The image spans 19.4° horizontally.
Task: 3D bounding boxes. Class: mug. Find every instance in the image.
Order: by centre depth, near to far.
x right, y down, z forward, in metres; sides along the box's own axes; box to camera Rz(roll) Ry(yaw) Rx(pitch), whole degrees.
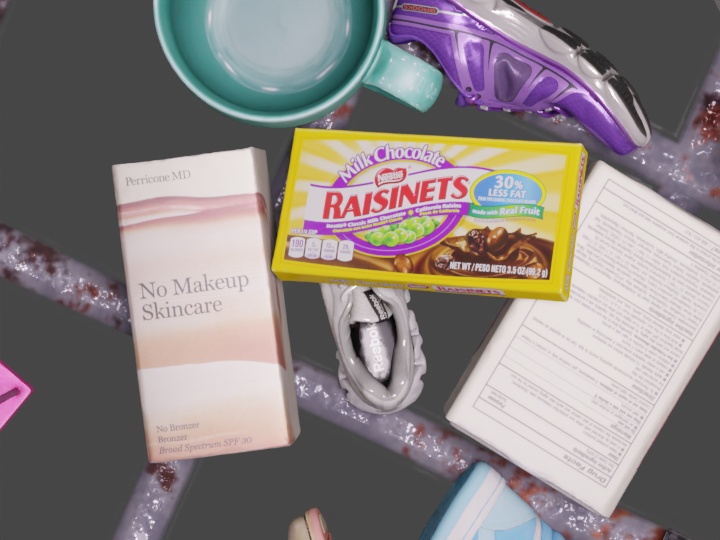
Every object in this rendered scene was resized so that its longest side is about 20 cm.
[{"bbox_3d":[-0.050,-0.158,1.404,0.151,0.114,0.186,-30,91,1],"label":"mug"}]

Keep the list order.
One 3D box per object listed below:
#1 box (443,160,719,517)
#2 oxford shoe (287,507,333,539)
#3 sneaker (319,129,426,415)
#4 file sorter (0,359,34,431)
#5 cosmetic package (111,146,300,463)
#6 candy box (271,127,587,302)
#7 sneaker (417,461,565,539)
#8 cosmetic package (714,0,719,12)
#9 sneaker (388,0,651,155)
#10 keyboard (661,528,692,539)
[{"bbox_3d":[0.158,0.044,1.409,0.127,0.109,0.201,31,92,0],"label":"box"},{"bbox_3d":[-0.040,0.264,1.435,0.073,0.071,0.202,-6,91,3],"label":"oxford shoe"},{"bbox_3d":[0.000,0.000,1.425,0.075,0.081,0.201,-16,89,3],"label":"sneaker"},{"bbox_3d":[-0.347,0.073,1.406,0.200,0.125,0.139,40,92,0],"label":"file sorter"},{"bbox_3d":[-0.103,0.022,1.422,0.103,0.087,0.202,-8,91,2],"label":"cosmetic package"},{"bbox_3d":[0.044,-0.038,1.371,0.199,0.026,0.103,4,73,19],"label":"candy box"},{"bbox_3d":[0.081,0.239,1.402,0.130,0.080,0.201,35,65,-4],"label":"sneaker"},{"bbox_3d":[0.277,-0.207,1.405,0.084,0.108,0.201,-24,92,1],"label":"cosmetic package"},{"bbox_3d":[0.108,-0.134,1.435,0.199,0.081,0.084,34,105,9],"label":"sneaker"},{"bbox_3d":[0.293,0.230,1.426,0.199,0.021,0.128,26,102,16],"label":"keyboard"}]
